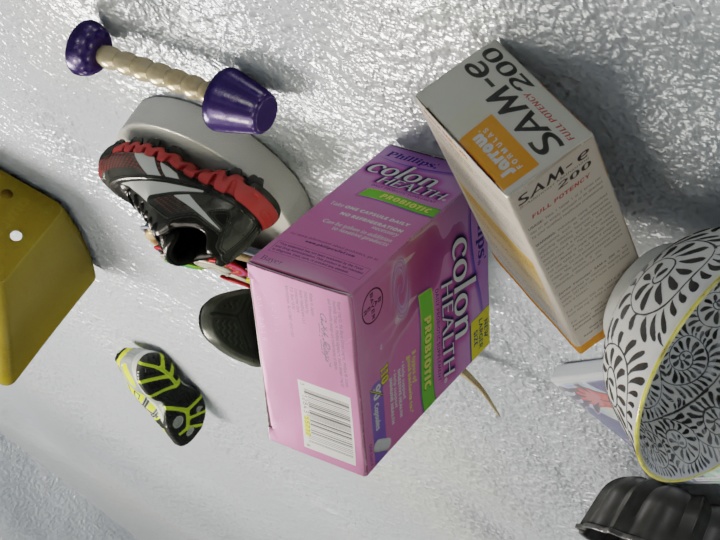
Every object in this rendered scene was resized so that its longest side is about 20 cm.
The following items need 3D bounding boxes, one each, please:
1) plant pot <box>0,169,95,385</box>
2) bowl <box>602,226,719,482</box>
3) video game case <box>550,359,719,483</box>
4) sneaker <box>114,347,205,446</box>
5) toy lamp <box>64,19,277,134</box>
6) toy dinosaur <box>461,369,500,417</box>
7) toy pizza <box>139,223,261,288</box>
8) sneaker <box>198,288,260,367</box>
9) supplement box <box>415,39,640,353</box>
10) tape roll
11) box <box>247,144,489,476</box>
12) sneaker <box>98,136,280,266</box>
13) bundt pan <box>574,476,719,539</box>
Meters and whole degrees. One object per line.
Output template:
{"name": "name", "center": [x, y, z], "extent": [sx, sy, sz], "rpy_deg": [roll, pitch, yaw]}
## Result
{"name": "plant pot", "center": [-0.456, -0.018, 1.860], "extent": [0.200, 0.200, 0.176], "rpy_deg": [29, 147, 7]}
{"name": "bowl", "center": [0.234, 0.040, 1.070], "extent": [0.094, 0.201, 0.201], "rpy_deg": [40, 168, 39]}
{"name": "video game case", "center": [0.296, 0.139, 1.396], "extent": [0.182, 0.023, 0.200], "rpy_deg": [39, 158, -17]}
{"name": "sneaker", "center": [-0.289, 0.177, 2.222], "extent": [0.076, 0.075, 0.200], "rpy_deg": [24, 148, 39]}
{"name": "toy lamp", "center": [-0.161, -0.163, 1.306], "extent": [0.200, 0.058, 0.058], "rpy_deg": [23, 157, 27]}
{"name": "toy dinosaur", "center": [0.061, 0.077, 1.560], "extent": [0.200, 0.058, 0.101], "rpy_deg": [24, 174, 39]}
{"name": "toy pizza", "center": [-0.130, -0.006, 1.549], "extent": [0.200, 0.032, 0.200], "rpy_deg": [17, 175, 2]}
{"name": "sneaker", "center": [-0.109, 0.058, 1.524], "extent": [0.114, 0.076, 0.199], "rpy_deg": [-5, 177, 37]}
{"name": "supplement box", "center": [0.127, -0.049, 1.078], "extent": [0.126, 0.074, 0.200], "rpy_deg": [53, 177, 40]}
{"name": "tape roll", "center": [-0.142, -0.088, 1.469], "extent": [0.203, 0.037, 0.203], "rpy_deg": [26, 158, 12]}
{"name": "box", "center": [0.014, 0.028, 1.214], "extent": [0.097, 0.200, 0.176], "rpy_deg": [17, 129, 28]}
{"name": "sneaker", "center": [-0.174, -0.059, 1.394], "extent": [0.200, 0.098, 0.071], "rpy_deg": [21, 157, 29]}
{"name": "bundt pan", "center": [0.325, 0.269, 1.541], "extent": [0.202, 0.076, 0.202], "rpy_deg": [25, 168, 5]}
